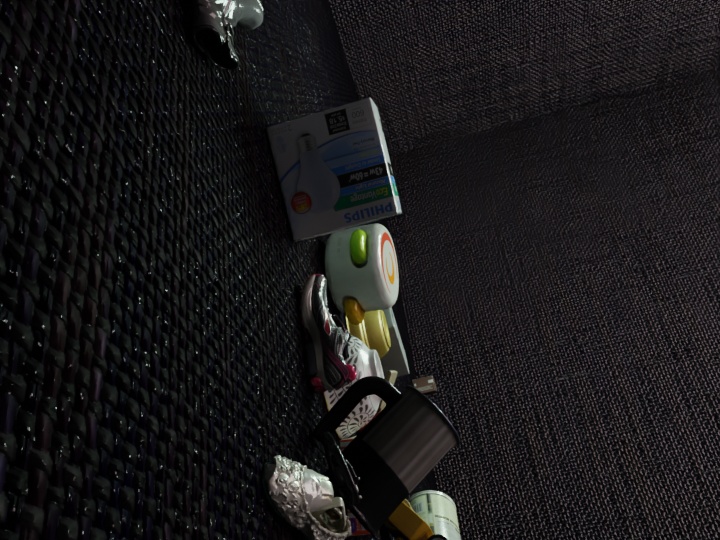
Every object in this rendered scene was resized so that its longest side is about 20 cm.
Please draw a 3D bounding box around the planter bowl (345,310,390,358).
[{"bbox_3d":[0.025,0.150,1.610,0.200,0.082,0.205,-13,90,-83],"label":"planter bowl"}]

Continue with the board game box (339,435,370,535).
[{"bbox_3d":[0.009,0.373,1.183,0.200,0.045,0.155,47,35,-76],"label":"board game box"}]

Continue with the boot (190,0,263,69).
[{"bbox_3d":[-0.185,-0.335,0.907,0.200,0.068,0.135,7,73,-71],"label":"boot"}]

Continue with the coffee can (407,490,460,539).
[{"bbox_3d":[0.180,0.674,1.645,0.201,0.143,0.149,-88,164,-65],"label":"coffee can"}]

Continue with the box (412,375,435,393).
[{"bbox_3d":[0.303,0.542,3.105,0.200,0.098,0.076,53,24,-73],"label":"box"}]

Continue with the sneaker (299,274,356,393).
[{"bbox_3d":[-0.054,0.100,1.094,0.081,0.073,0.204,63,15,-63],"label":"sneaker"}]

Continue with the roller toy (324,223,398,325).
[{"bbox_3d":[0.000,0.000,1.453,0.183,0.137,0.204,-52,131,-68],"label":"roller toy"}]

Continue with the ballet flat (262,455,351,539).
[{"bbox_3d":[-0.055,0.276,0.794,0.202,0.070,0.073,69,10,-46],"label":"ballet flat"}]

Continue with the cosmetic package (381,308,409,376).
[{"bbox_3d":[0.078,0.210,1.930,0.108,0.089,0.202,-99,170,-51],"label":"cosmetic package"}]

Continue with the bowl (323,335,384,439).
[{"bbox_3d":[-0.007,0.198,1.214,0.201,0.092,0.205,-14,90,-84],"label":"bowl"}]

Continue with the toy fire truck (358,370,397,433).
[{"bbox_3d":[0.052,0.327,1.425,0.176,0.127,0.203,55,11,-71],"label":"toy fire truck"}]

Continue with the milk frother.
[{"bbox_3d":[0.036,0.251,0.937,0.181,0.188,0.200,49,-16,-7],"label":"milk frother"}]

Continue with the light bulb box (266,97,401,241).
[{"bbox_3d":[-0.042,-0.175,1.183,0.125,0.194,0.204,-37,112,-80],"label":"light bulb box"}]

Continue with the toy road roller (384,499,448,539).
[{"bbox_3d":[0.099,0.591,1.384,0.199,0.146,0.124,36,-20,36],"label":"toy road roller"}]
